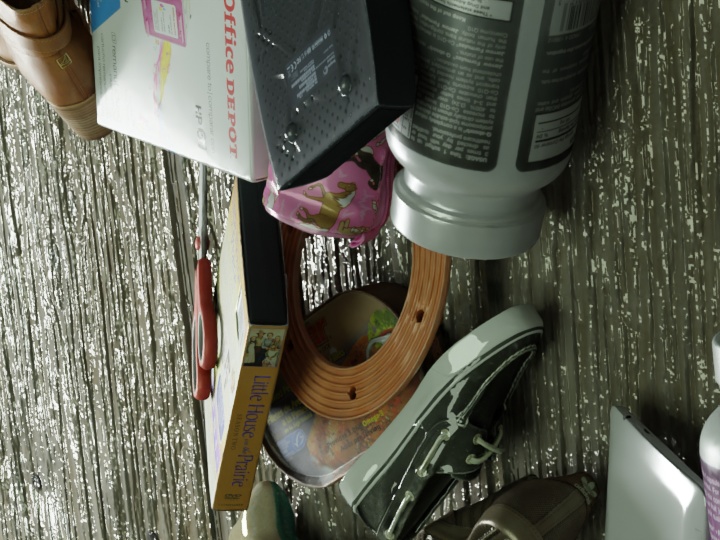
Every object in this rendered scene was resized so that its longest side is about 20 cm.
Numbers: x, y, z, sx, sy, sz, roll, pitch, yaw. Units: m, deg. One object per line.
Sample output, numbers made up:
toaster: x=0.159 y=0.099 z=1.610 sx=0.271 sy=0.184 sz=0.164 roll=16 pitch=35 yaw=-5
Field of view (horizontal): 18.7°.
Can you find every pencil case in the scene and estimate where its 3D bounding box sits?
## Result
pencil case: x=-0.007 y=-0.119 z=1.388 sx=0.087 sy=0.083 sz=0.201 roll=-140 pitch=59 yaw=-60

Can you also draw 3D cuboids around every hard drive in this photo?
hard drive: x=-0.023 y=-0.161 z=1.297 sx=0.135 sy=0.042 sz=0.201 roll=-37 pitch=57 yaw=51

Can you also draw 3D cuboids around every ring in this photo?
ring: x=0.000 y=0.000 z=1.454 sx=0.200 sy=0.019 sz=0.201 roll=-14 pitch=72 yaw=52

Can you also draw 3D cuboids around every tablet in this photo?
tablet: x=0.175 y=0.195 z=1.322 sx=0.130 sy=0.014 sz=0.201 roll=-132 pitch=40 yaw=-62

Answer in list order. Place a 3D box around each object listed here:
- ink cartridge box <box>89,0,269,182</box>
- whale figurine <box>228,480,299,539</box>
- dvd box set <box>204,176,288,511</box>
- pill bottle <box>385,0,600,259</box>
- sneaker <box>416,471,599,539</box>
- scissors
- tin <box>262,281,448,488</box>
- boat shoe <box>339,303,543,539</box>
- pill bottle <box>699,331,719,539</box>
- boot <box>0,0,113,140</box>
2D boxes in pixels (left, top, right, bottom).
ink cartridge box: x=-0.099 y=-0.156 z=1.491 sx=0.200 sy=0.084 sz=0.145 roll=20 pitch=119 yaw=47
whale figurine: x=-0.040 y=0.254 z=1.606 sx=0.159 sy=0.103 sz=0.200 roll=116 pitch=147 yaw=-41
dvd box set: x=-0.082 y=0.050 z=1.515 sx=0.200 sy=0.029 sz=0.147 roll=104 pitch=164 yaw=-45
pill bottle: x=0.076 y=-0.115 z=1.298 sx=0.116 sy=0.116 sz=0.201 roll=32 pitch=126 yaw=37
sneaker: x=0.100 y=0.175 z=1.430 sx=0.071 sy=0.075 sz=0.200 roll=57 pitch=161 yaw=0
scissors: x=-0.116 y=-0.005 z=1.583 sx=0.073 sy=0.014 sz=0.201 roll=108 pitch=160 yaw=-60
tin: x=-0.009 y=0.080 z=1.530 sx=0.200 sy=0.042 sz=0.112 roll=-35 pitch=82 yaw=48
boat shoe: x=0.065 y=0.104 z=1.416 sx=0.064 sy=0.071 sz=0.200 roll=52 pitch=125 yaw=22
pill bottle: x=0.247 y=0.129 z=1.204 sx=0.112 sy=0.112 sz=0.201 roll=4 pitch=108 yaw=47
boot: x=-0.248 y=-0.202 z=1.600 sx=0.200 sy=0.074 sz=0.155 roll=46 pitch=169 yaw=34
